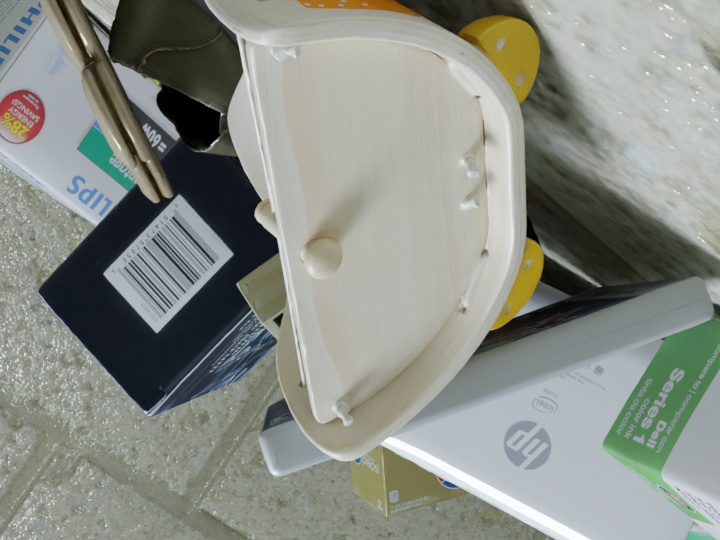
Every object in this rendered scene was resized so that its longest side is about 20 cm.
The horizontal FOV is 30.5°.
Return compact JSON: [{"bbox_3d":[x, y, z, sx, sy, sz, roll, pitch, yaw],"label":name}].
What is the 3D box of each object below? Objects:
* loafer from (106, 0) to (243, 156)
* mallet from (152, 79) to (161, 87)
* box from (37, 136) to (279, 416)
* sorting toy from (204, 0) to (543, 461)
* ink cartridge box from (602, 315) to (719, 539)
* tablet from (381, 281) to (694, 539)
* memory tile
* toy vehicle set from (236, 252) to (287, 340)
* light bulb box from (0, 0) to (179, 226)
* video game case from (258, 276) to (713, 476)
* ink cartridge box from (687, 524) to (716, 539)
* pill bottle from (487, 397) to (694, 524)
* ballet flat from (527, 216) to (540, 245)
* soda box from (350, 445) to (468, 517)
[{"bbox_3d":[-0.078,-0.096,0.725,0.075,0.070,0.200,31,172,35],"label":"loafer"},{"bbox_3d":[-0.087,-0.090,0.992,0.200,0.041,0.066,44,171,-33],"label":"mallet"},{"bbox_3d":[-0.092,-0.003,0.869,0.107,0.148,0.200,46,-171,6],"label":"box"},{"bbox_3d":[-0.020,-0.065,0.522,0.180,0.106,0.201,48,156,42],"label":"sorting toy"},{"bbox_3d":[0.226,0.105,0.571,0.145,0.084,0.200,38,172,-27],"label":"ink cartridge box"},{"bbox_3d":[0.104,0.079,0.749,0.199,0.131,0.014,26,-167,19],"label":"tablet"},{"bbox_3d":[-0.147,-0.131,0.654,0.201,0.017,0.153,64,175,3],"label":"memory tile"},{"bbox_3d":[0.000,0.000,0.783,0.027,0.124,0.200,54,178,12],"label":"toy vehicle set"},{"bbox_3d":[-0.264,-0.145,1.087,0.199,0.125,0.198,28,170,41],"label":"light bulb box"},{"bbox_3d":[0.048,0.046,0.634,0.182,0.198,0.023,142,108,-86],"label":"video game case"},{"bbox_3d":[0.328,0.243,1.063,0.200,0.050,0.161,40,158,-17],"label":"ink cartridge box"},{"bbox_3d":[0.122,0.083,0.814,0.199,0.113,0.113,34,174,9],"label":"pill bottle"},{"bbox_3d":[0.023,0.021,0.717,0.057,0.066,0.200,56,139,10],"label":"ballet flat"},{"bbox_3d":[0.092,0.143,1.107,0.198,0.065,0.068,-12,-164,-24],"label":"soda box"}]
